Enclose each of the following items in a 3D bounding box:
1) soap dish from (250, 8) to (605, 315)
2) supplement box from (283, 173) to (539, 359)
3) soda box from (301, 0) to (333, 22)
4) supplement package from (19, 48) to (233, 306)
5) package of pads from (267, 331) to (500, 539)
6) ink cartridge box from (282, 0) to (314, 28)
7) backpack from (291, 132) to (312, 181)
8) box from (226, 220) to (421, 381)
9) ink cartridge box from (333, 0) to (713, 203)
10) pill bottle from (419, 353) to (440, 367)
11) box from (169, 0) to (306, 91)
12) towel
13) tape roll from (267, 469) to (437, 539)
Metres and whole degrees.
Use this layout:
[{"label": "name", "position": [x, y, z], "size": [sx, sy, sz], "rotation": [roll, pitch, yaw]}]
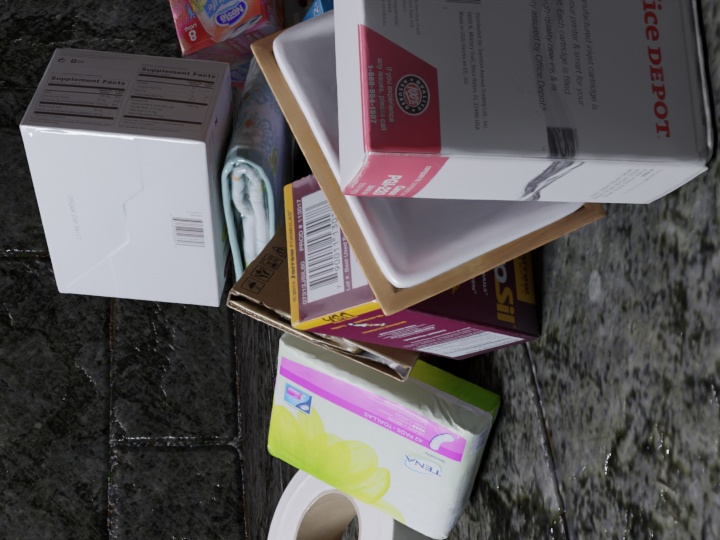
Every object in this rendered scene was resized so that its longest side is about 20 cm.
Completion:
[{"label": "soap dish", "position": [0.041, -0.085, 0.733], "size": [0.201, 0.157, 0.081], "rotation": [63, 169, 14]}, {"label": "supplement box", "position": [0.043, -0.004, 0.854], "size": [0.085, 0.200, 0.111], "rotation": [-17, 69, 39]}, {"label": "soda box", "position": [0.006, -0.142, 0.995], "size": [0.064, 0.068, 0.201], "rotation": [145, 114, -68]}, {"label": "supplement package", "position": [-0.196, -0.080, 1.008], "size": [0.200, 0.155, 0.111], "rotation": [93, -177, -47]}, {"label": "package of pads", "position": [0.014, 0.143, 1.027], "size": [0.068, 0.199, 0.155], "rotation": [-48, -25, -46]}, {"label": "ink cartridge box", "position": [0.003, -0.247, 1.124], "size": [0.084, 0.175, 0.201], "rotation": [110, 157, -58]}, {"label": "backpack", "position": [-0.002, -0.096, 1.186], "size": [0.176, 0.153, 0.201], "rotation": [109, 153, -74]}, {"label": "box", "position": [0.000, 0.000, 0.978], "size": [0.200, 0.163, 0.021], "rotation": [-57, -14, -51]}, {"label": "ink cartridge box", "position": [0.089, -0.119, 0.653], "size": [0.085, 0.199, 0.146], "rotation": [130, 139, -72]}, {"label": "pill bottle", "position": [0.023, 0.065, 1.099], "size": [0.200, 0.113, 0.114], "rotation": [89, 173, -48]}, {"label": "box", "position": [-0.108, -0.249, 1.128], "size": [0.200, 0.094, 0.103], "rotation": [11, -116, -74]}, {"label": "towel", "position": [-0.094, -0.085, 1.056], "size": [0.200, 0.048, 0.172], "rotation": [94, 179, -47]}, {"label": "tape roll", "position": [-0.013, 0.292, 1.196], "size": [0.202, 0.071, 0.203], "rotation": [-26, 52, 39]}]
